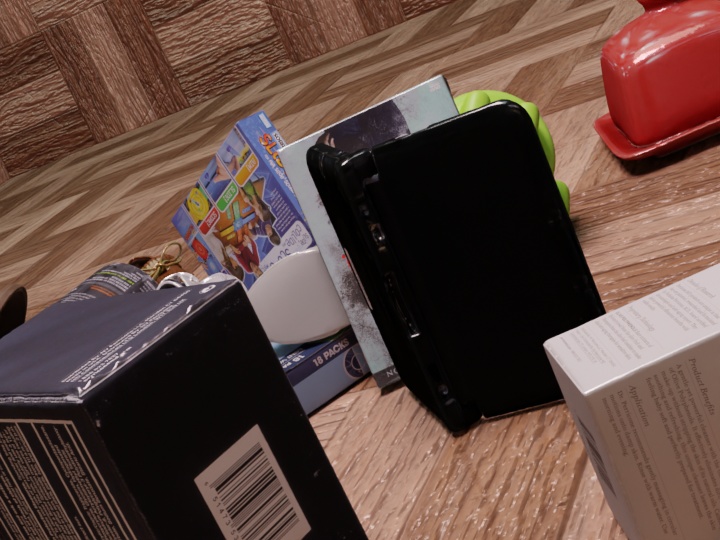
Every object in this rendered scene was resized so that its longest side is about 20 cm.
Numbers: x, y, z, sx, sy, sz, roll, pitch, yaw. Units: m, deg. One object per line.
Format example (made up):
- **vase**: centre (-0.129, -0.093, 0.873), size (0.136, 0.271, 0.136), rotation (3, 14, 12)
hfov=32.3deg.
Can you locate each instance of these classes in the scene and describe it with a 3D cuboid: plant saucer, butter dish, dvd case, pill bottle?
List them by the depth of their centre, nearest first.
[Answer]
- **dvd case**: centre (0.039, -0.030, 0.960), size (0.145, 0.202, 0.022), rotation (-23, -2, 2)
- **plant saucer**: centre (-0.370, 0.106, 1.194), size (0.029, 0.202, 0.200), rotation (18, 18, -4)
- **butter dish**: centre (0.311, -0.213, 1.214), size (0.198, 0.149, 0.200), rotation (-23, 16, 9)
- **pill bottle**: centre (-0.282, 0.082, 1.238), size (0.105, 0.107, 0.200), rotation (-13, 20, 35)

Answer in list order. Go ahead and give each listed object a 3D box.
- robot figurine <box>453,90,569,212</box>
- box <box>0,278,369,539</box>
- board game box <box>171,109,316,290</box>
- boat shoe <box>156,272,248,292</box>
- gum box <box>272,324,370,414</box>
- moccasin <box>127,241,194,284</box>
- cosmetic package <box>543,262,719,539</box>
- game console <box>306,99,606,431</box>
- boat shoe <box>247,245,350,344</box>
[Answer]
- **robot figurine**: centre (0.104, -0.082, 1.097), size (0.173, 0.117, 0.200), rotation (12, -17, -2)
- **box**: centre (-0.121, 0.123, 0.705), size (0.197, 0.202, 0.123), rotation (-7, 24, 46)
- **board game box**: centre (-0.103, -0.044, 1.191), size (0.034, 0.136, 0.200), rotation (-30, -7, -35)
- **boat shoe**: centre (-0.156, 0.039, 1.098), size (0.071, 0.069, 0.200), rotation (-18, 18, 25)
- **gum box**: centre (-0.045, 0.057, 1.081), size (0.169, 0.045, 0.199), rotation (-32, 17, -24)
- **moccasin**: centre (-0.226, 0.013, 1.420), size (0.073, 0.078, 0.201), rotation (-29, 17, -13)
- **cosmetic package**: centre (0.207, 0.051, 0.616), size (0.198, 0.109, 0.085), rotation (-23, 15, 0)
- **game console**: centre (0.064, -0.008, 0.841), size (0.115, 0.202, 0.176), rotation (-26, 15, -9)
- **boat shoe**: centre (0.000, 0.000, 1.005), size (0.198, 0.071, 0.064), rotation (-25, 1, 2)
